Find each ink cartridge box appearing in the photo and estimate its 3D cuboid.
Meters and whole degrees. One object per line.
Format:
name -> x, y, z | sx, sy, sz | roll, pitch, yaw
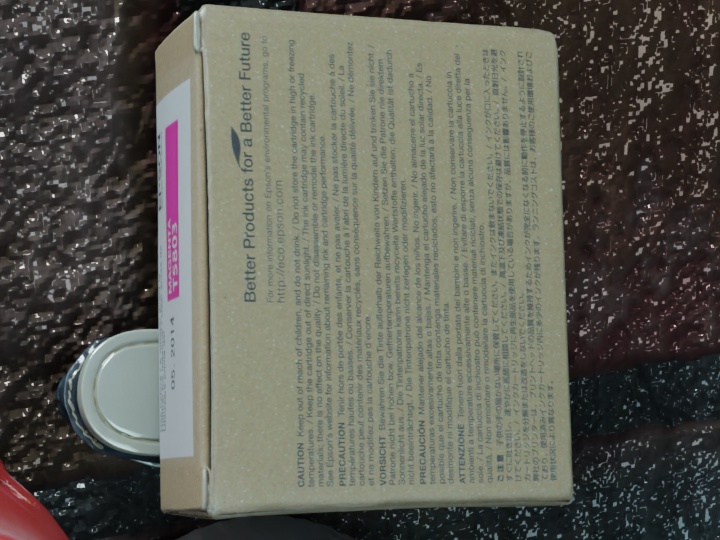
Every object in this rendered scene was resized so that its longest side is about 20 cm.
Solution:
ink cartridge box -> 0.000, 0.000, 0.799 | 0.163, 0.075, 0.202 | 2, 83, -21

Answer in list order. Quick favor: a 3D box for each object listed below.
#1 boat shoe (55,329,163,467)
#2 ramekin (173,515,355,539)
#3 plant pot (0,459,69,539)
boat shoe -> -0.036, 0.066, 0.850 | 0.198, 0.062, 0.076 | 4, 83, -23
ramekin -> -0.045, 0.207, 0.885 | 0.200, 0.094, 0.204 | -7, 111, -20
plant pot -> -0.201, 0.149, 0.752 | 0.198, 0.182, 0.203 | -7, 111, -18
